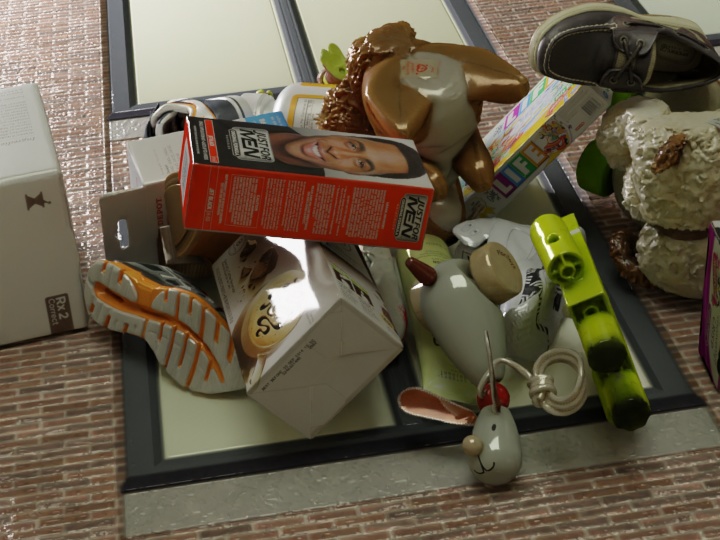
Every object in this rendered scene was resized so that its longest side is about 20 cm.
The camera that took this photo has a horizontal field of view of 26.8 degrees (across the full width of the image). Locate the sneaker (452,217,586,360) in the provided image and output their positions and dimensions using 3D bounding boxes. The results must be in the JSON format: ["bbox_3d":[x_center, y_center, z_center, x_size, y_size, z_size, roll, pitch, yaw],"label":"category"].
[{"bbox_3d":[0.127,0.013,1.353,0.113,0.076,0.200,9,30,21],"label":"sneaker"}]

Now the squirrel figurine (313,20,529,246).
[{"bbox_3d":[0.049,-0.123,1.425,0.141,0.188,0.200,-28,49,-23],"label":"squirrel figurine"}]

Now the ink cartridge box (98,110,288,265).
[{"bbox_3d":[-0.161,-0.075,1.466,0.197,0.117,0.067,-13,49,-16],"label":"ink cartridge box"}]

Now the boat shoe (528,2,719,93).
[{"bbox_3d":[0.245,-0.195,1.361,0.198,0.073,0.065,-1,28,-30],"label":"boat shoe"}]

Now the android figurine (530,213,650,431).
[{"bbox_3d":[0.184,0.035,1.214,0.041,0.183,0.201,-23,34,8],"label":"android figurine"}]

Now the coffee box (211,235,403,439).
[{"bbox_3d":[-0.048,0.029,1.267,0.113,0.080,0.201,-44,31,13],"label":"coffee box"}]

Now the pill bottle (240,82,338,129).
[{"bbox_3d":[-0.028,-0.136,1.562,0.197,0.114,0.113,4,33,12],"label":"pill bottle"}]

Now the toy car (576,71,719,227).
[{"bbox_3d":[0.342,-0.115,1.514,0.163,0.160,0.199,25,13,32],"label":"toy car"}]

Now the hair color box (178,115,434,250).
[{"bbox_3d":[-0.047,-0.072,1.245,0.197,0.062,0.102,5,28,-13],"label":"hair color box"}]

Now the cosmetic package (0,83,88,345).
[{"bbox_3d":[-0.357,-0.049,1.411,0.163,0.167,0.200,-12,32,-12],"label":"cosmetic package"}]

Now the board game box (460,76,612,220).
[{"bbox_3d":[0.172,-0.138,1.490,0.034,0.200,0.135,38,33,-11],"label":"board game box"}]

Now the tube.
[{"bbox_3d":[0.073,0.047,1.318,0.057,0.052,0.201,-20,39,6],"label":"tube"}]

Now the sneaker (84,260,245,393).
[{"bbox_3d":[-0.157,0.041,1.340,0.199,0.079,0.077,32,22,32],"label":"sneaker"}]

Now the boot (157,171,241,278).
[{"bbox_3d":[-0.103,-0.049,1.384,0.153,0.075,0.200,-8,-12,-15],"label":"boot"}]

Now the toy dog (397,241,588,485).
[{"bbox_3d":[0.080,0.060,1.198,0.096,0.132,0.201,21,28,-39],"label":"toy dog"}]

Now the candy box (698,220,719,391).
[{"bbox_3d":[0.388,0.021,1.252,0.197,0.138,0.061,-7,33,-4],"label":"candy box"}]

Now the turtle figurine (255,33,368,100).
[{"bbox_3d":[-0.041,-0.192,1.653,0.198,0.161,0.065,-6,72,-25],"label":"turtle figurine"}]

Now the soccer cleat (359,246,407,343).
[{"bbox_3d":[0.000,0.000,1.372,0.068,0.086,0.201,-7,32,-5],"label":"soccer cleat"}]

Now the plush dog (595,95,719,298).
[{"bbox_3d":[0.300,-0.056,1.347,0.197,0.174,0.161,-1,25,25],"label":"plush dog"}]

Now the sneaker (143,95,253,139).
[{"bbox_3d":[-0.191,-0.138,1.557,0.079,0.079,0.199,-19,4,-34],"label":"sneaker"}]
